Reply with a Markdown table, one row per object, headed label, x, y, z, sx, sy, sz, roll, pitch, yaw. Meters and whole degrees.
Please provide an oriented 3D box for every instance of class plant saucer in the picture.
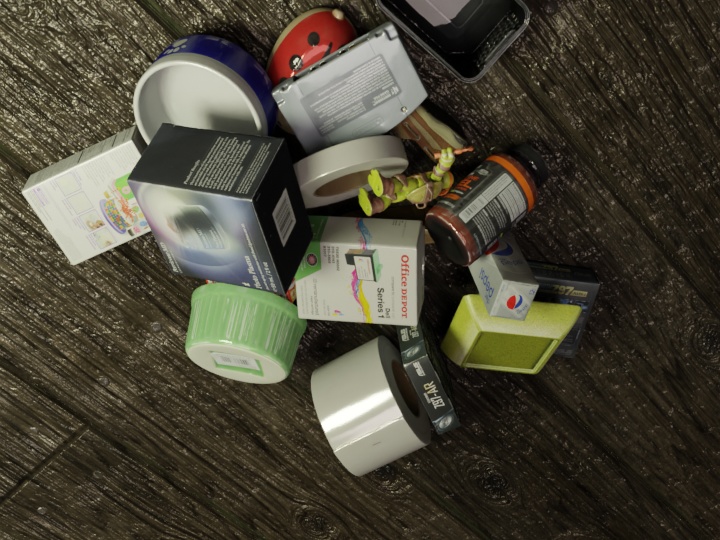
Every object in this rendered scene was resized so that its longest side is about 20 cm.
| label | x | y | z | sx | sy | sz | roll | pitch | yaw |
| --- | --- | --- | --- | --- | --- | --- | --- | --- | --- |
| plant saucer | 0.246 | 0.117 | 1.487 | 0.195 | 0.049 | 0.201 | 6 | 149 | -5 |

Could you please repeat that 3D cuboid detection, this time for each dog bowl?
| label | x | y | z | sx | sy | sz | roll | pitch | yaw |
| --- | --- | --- | --- | --- | --- | --- | --- | --- | --- |
| dog bowl | -0.220 | -0.230 | 1.286 | 0.195 | 0.080 | 0.203 | 10 | 134 | 11 |

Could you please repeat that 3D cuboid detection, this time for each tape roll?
| label | x | y | z | sx | sy | sz | roll | pitch | yaw |
| --- | --- | --- | --- | --- | --- | --- | --- | --- | --- |
| tape roll | 0.020 | 0.234 | 1.552 | 0.137 | 0.204 | 0.204 | -27 | 120 | 12 |
| tape roll | -0.025 | -0.145 | 1.333 | 0.199 | 0.203 | 0.038 | -19 | 83 | 8 |

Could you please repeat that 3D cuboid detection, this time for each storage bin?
| label | x | y | z | sx | sy | sz | roll | pitch | yaw |
| --- | --- | --- | --- | --- | --- | --- | --- | --- | --- |
| storage bin | 0.123 | -0.381 | 1.247 | 0.199 | 0.094 | 0.135 | 36 | 113 | -22 |

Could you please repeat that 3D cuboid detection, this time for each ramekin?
| label | x | y | z | sx | sy | sz | roll | pitch | yaw |
| --- | --- | --- | --- | --- | --- | --- | --- | --- | --- |
| ramekin | -0.192 | 0.109 | 1.464 | 0.195 | 0.100 | 0.201 | 10 | 155 | 5 |

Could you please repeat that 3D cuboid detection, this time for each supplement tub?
| label | x | y | z | sx | sy | sz | roll | pitch | yaw |
| --- | --- | --- | --- | --- | --- | --- | --- | --- | --- |
| supplement tub | 0.200 | -0.107 | 1.380 | 0.199 | 0.106 | 0.108 | -41 | 121 | -16 |

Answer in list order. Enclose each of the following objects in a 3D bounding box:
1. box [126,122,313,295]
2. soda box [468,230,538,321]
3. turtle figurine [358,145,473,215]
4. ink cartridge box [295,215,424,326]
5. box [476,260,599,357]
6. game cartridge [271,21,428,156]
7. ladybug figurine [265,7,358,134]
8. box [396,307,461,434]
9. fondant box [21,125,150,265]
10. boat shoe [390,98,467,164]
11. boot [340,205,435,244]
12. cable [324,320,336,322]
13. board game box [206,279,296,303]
| label | x | y | z | sx | sy | sz | roll | pitch | yaw |
| --- | --- | --- | --- | --- | --- | --- | --- | --- | --- |
| box | -0.191 | -0.084 | 1.256 | 0.194 | 0.125 | 0.202 | 10 | 143 | 20 |
| soda box | 0.216 | -0.009 | 1.416 | 0.062 | 0.202 | 0.069 | 8 | 122 | -14 |
| turtle figurine | 0.079 | -0.123 | 1.343 | 0.158 | 0.200 | 0.066 | -15 | 82 | -26 |
| ink cartridge box | 0.000 | 0.000 | 1.403 | 0.195 | 0.085 | 0.148 | 3 | 122 | 9 |
| box | 0.298 | 0.065 | 1.556 | 0.195 | 0.051 | 0.161 | 6 | 122 | -7 |
| game cartridge | -0.011 | -0.246 | 1.267 | 0.197 | 0.041 | 0.135 | -25 | 117 | 13 |
| ladybug figurine | -0.070 | -0.284 | 1.304 | 0.133 | 0.072 | 0.203 | 17 | 119 | -13 |
| box | 0.110 | 0.148 | 1.505 | 0.043 | 0.202 | 0.162 | -22 | 122 | 9 |
| fondant box | -0.400 | -0.115 | 1.393 | 0.196 | 0.059 | 0.146 | -22 | 121 | 10 |
| boat shoe | 0.074 | -0.230 | 1.347 | 0.199 | 0.076 | 0.074 | 37 | 116 | -22 |
| boot | 0.065 | -0.021 | 1.474 | 0.195 | 0.073 | 0.159 | -2 | 121 | -1 |
| cable | -0.078 | 0.002 | 1.506 | 0.096 | 0.051 | 0.200 | -36 | 127 | 10 |
| board game box | -0.191 | -0.041 | 1.431 | 0.148 | 0.047 | 0.203 | 0 | 124 | 23 |
